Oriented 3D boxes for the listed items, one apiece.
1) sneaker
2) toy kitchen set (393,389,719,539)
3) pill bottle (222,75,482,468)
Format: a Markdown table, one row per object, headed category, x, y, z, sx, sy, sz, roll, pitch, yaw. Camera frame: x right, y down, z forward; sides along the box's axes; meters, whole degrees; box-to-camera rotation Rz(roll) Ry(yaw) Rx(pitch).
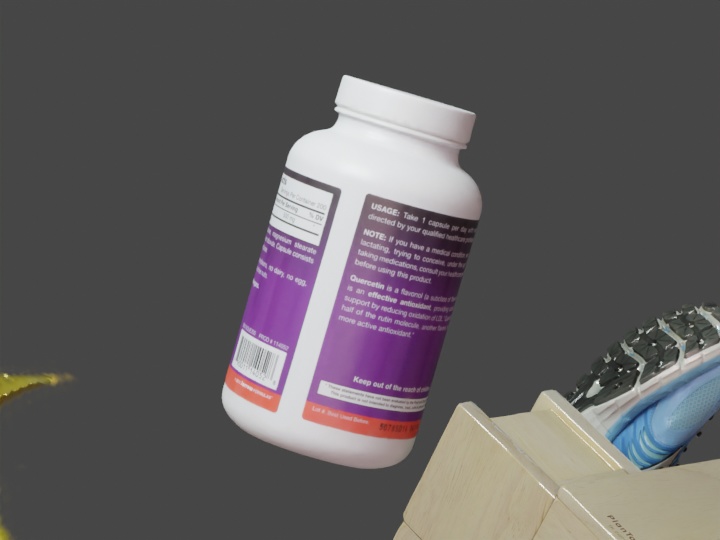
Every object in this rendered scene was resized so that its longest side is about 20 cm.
| category | x | y | z | sx | sy | sz | roll | pitch | yaw |
| --- | --- | --- | --- | --- | --- | --- | --- | --- | --- |
| sneaker | 0.160 | 0.097 | 1.087 | 0.200 | 0.078 | 0.090 | -40 | 104 | 14 |
| toy kitchen set | 0.134 | 0.189 | 1.006 | 0.200 | 0.163 | 0.181 | 44 | 121 | 35 |
| pill bottle | 0.000 | 0.000 | 1.052 | 0.112 | 0.112 | 0.201 | 16 | 96 | -1 |
